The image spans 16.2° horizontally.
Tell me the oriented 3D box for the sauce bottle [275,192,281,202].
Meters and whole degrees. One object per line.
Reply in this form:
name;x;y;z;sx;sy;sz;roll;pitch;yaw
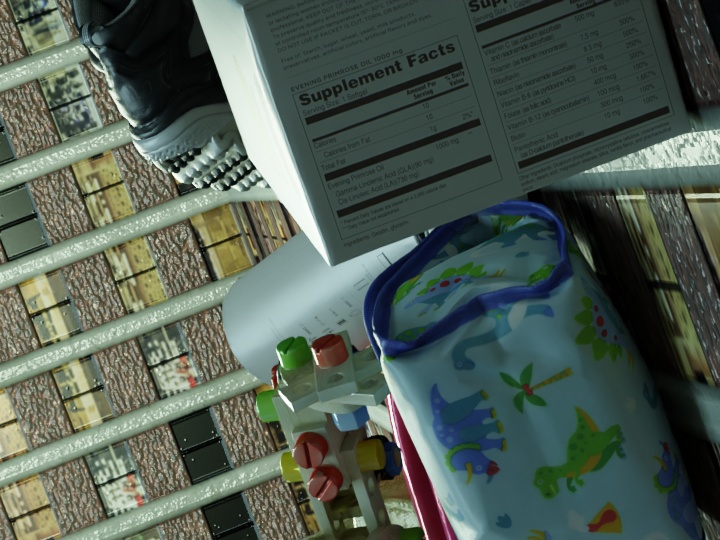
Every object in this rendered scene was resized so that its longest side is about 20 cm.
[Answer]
sauce bottle;-0.036;-0.133;1.406;0.065;0.065;0.200;-122;24;-59

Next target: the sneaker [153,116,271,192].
sneaker;-0.052;-0.095;1.613;0.075;0.200;0.081;-24;70;52

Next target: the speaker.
speaker;0.000;0.000;1.471;0.200;0.081;0.081;-37;72;49

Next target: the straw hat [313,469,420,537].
straw hat;0.044;0.156;1.526;0.201;0.201;0.085;-120;15;-54

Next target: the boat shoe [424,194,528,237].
boat shoe;0.028;-0.106;1.370;0.072;0.068;0.200;134;116;-83

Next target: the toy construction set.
toy construction set;-0.016;0.113;1.395;0.131;0.092;0.200;-65;-25;-58

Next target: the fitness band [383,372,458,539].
fitness band;0.048;0.118;1.409;0.144;0.037;0.200;89;166;-60

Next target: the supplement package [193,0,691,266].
supplement package;0.022;-0.101;1.047;0.200;0.155;0.111;-129;20;-72

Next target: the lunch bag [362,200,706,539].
lunch bag;0.084;0.063;1.258;0.200;0.127;0.170;-78;-36;-74

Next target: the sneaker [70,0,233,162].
sneaker;-0.105;-0.164;1.522;0.114;0.075;0.200;54;-142;-25
